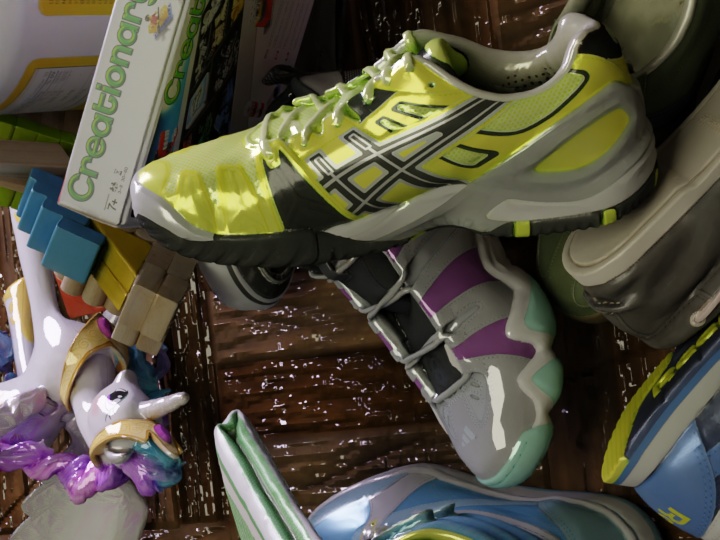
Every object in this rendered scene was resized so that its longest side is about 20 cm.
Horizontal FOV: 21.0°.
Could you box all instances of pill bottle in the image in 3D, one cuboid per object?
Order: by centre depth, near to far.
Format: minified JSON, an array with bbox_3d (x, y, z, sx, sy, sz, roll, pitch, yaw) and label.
[{"bbox_3d":[-0.165,-0.132,0.937,0.112,0.200,0.112,6,100,40],"label":"pill bottle"}]

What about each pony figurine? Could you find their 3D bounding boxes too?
[{"bbox_3d":[-0.172,0.075,1.004,0.193,0.167,0.200,-47,46,19],"label":"pony figurine"}]

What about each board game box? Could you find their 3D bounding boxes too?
[{"bbox_3d":[-0.058,-0.118,0.825,0.035,0.126,0.200,21,99,19],"label":"board game box"}]

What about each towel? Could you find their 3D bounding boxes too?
[{"bbox_3d":[-0.016,0.173,0.852,0.153,0.023,0.200,-133,24,-61],"label":"towel"}]

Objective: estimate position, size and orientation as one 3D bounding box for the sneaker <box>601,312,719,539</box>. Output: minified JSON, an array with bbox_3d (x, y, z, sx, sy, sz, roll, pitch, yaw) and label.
[{"bbox_3d":[0.182,0.028,0.740,0.082,0.074,0.200,42,110,0],"label":"sneaker"}]

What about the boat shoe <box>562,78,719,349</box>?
[{"bbox_3d":[0.165,-0.051,0.748,0.200,0.057,0.067,-43,25,6],"label":"boat shoe"}]

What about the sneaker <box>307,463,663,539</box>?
[{"bbox_3d":[0.018,0.129,0.844,0.200,0.131,0.080,-7,88,41],"label":"sneaker"}]

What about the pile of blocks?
[{"bbox_3d":[-0.150,-0.021,0.948,0.200,0.082,0.062,52,127,41],"label":"pile of blocks"}]

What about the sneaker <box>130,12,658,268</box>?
[{"bbox_3d":[0.009,-0.053,0.738,0.200,0.075,0.076,-9,118,4],"label":"sneaker"}]

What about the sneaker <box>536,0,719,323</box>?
[{"bbox_3d":[0.102,-0.071,0.789,0.067,0.090,0.200,35,113,37],"label":"sneaker"}]

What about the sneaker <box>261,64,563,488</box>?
[{"bbox_3d":[0.000,0.000,0.824,0.078,0.140,0.200,-50,47,48],"label":"sneaker"}]

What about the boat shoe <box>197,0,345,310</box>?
[{"bbox_3d":[-0.039,-0.078,0.921,0.064,0.071,0.200,6,98,36],"label":"boat shoe"}]
